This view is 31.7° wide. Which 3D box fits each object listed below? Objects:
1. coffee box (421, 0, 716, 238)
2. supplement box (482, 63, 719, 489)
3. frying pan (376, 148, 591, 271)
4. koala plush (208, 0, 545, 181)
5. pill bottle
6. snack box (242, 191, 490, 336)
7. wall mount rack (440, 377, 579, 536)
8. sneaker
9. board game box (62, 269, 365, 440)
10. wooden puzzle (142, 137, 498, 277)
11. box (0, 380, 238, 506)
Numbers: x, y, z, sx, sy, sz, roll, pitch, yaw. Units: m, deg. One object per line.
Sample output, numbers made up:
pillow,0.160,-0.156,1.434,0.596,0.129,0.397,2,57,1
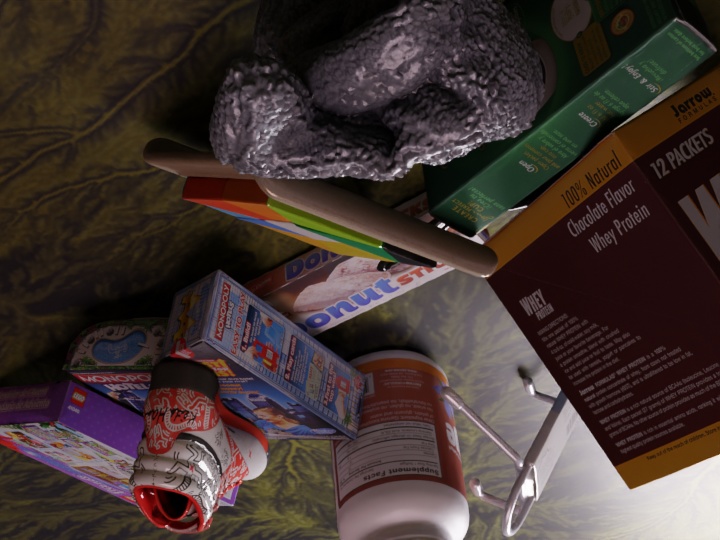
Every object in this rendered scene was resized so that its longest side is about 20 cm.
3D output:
coffee box,0.117,-0.124,0.794,0.044,0.124,0.200,27,128,-34
supplement box,0.214,0.006,0.837,0.132,0.201,0.197,-31,173,-30
frying pan,0.102,-0.061,0.919,0.114,0.031,0.190,5,141,-39
koala plush,0.015,-0.171,0.688,0.182,0.178,0.201,4,127,6
pill bottle,0.032,0.178,1.074,0.111,0.201,0.113,-4,141,-3
snack box,0.000,0.000,0.997,0.199,0.024,0.072,-26,138,22
wall mount rack,0.135,0.111,1.063,0.074,0.201,0.174,19,149,24
sneaker,-0.127,0.159,0.992,0.067,0.109,0.202,3,153,13
board game box,-0.122,0.072,1.010,0.199,0.062,0.200,-2,151,20
wooden puzzle,-0.033,-0.037,0.835,0.184,0.200,0.037,20,90,-31
box,-0.219,0.154,1.100,0.136,0.039,0.200,-10,146,41
